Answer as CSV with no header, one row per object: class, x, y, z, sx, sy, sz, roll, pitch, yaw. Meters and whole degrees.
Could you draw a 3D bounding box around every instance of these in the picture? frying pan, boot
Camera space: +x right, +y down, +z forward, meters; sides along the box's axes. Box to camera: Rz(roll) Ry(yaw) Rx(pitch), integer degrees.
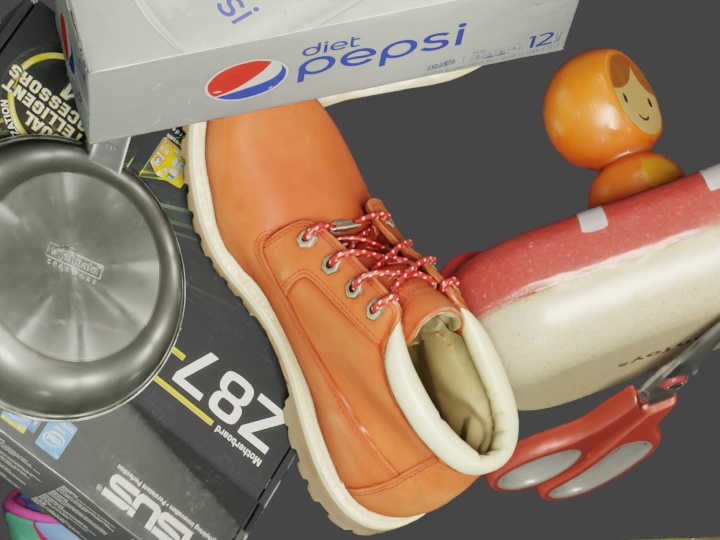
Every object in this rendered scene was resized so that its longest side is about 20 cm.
frying pan,-0.096,-0.024,1.136,0.115,0.031,0.190,47,62,-12
boot,0.000,0.000,1.136,0.075,0.107,0.201,-23,88,-30

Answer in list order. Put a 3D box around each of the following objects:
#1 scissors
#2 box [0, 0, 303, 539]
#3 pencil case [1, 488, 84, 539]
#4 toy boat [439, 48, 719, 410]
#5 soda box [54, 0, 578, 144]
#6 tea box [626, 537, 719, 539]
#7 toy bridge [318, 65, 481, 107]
scissors,0.127,0.048,1.188,0.073,0.014,0.200,7,146,-39
box,-0.105,0.013,1.162,0.200,0.049,0.161,40,63,-14
pencil case,-0.092,0.175,1.229,0.088,0.088,0.201,-15,106,-2
toy boat,0.117,-0.032,1.191,0.199,0.131,0.131,-20,77,-1
soda box,-0.017,-0.109,1.116,0.199,0.068,0.064,-12,70,-9
tea box,0.073,0.230,1.193,0.196,0.134,0.201,-4,110,33
toy bridge,0.036,-0.117,1.193,0.200,0.027,0.067,-39,107,6
